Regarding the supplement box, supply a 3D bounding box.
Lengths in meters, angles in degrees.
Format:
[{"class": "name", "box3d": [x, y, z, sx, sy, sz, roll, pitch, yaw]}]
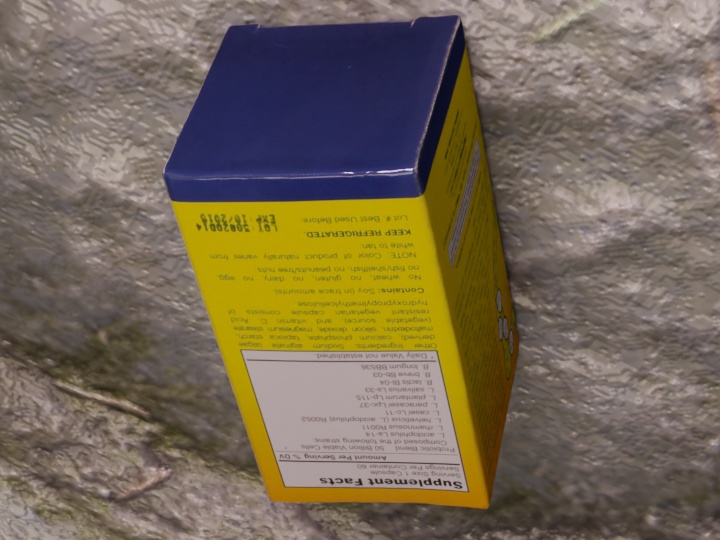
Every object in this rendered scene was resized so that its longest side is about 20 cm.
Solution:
[{"class": "supplement box", "box3d": [0.000, 0.000, 0.787, 0.109, 0.110, 0.200, 0, 131, 16]}]
